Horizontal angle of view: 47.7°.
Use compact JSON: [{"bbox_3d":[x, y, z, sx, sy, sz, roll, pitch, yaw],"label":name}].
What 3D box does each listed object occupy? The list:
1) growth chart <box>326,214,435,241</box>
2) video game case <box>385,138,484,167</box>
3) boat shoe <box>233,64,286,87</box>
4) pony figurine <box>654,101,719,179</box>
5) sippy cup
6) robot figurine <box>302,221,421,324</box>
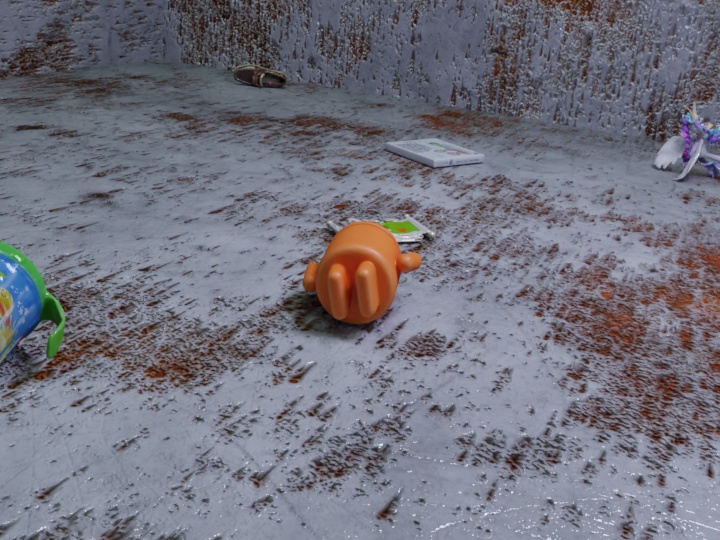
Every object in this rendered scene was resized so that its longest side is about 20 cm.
[{"bbox_3d":[0.036,-0.075,1.481,0.196,0.018,0.144,-6,23,-30],"label":"growth chart"},{"bbox_3d":[0.194,-0.309,2.121,0.179,0.024,0.199,-11,27,-36],"label":"video game case"},{"bbox_3d":[-0.362,-0.699,2.940,0.195,0.074,0.072,8,18,-12],"label":"boat shoe"},{"bbox_3d":[0.895,-0.326,2.157,0.196,0.196,0.167,19,19,-19],"label":"pony figurine"},{"bbox_3d":[-0.425,0.055,0.883,0.174,0.142,0.131,-18,30,8],"label":"sippy cup"},{"bbox_3d":[0.002,0.000,1.136,0.116,0.144,0.201,43,19,-9],"label":"robot figurine"}]
